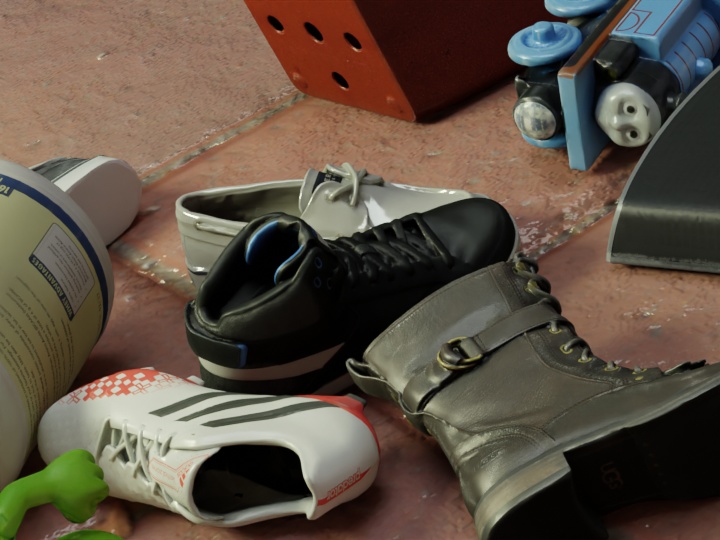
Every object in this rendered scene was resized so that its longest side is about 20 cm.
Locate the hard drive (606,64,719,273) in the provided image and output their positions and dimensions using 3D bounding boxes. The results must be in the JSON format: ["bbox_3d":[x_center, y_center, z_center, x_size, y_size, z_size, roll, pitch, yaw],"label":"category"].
[{"bbox_3d":[0.230,-0.069,1.139,0.134,0.043,0.200,6,38,37],"label":"hard drive"}]

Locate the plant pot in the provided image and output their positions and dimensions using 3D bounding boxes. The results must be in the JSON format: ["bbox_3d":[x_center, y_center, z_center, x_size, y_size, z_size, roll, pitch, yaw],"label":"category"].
[{"bbox_3d":[0.024,-0.215,1.371,0.176,0.200,0.199,-47,38,-20],"label":"plant pot"}]

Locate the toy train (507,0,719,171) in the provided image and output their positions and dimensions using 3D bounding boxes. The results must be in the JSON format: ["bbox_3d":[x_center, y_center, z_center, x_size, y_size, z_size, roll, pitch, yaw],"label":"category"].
[{"bbox_3d":[0.170,-0.139,1.252,0.114,0.087,0.200,9,39,31],"label":"toy train"}]

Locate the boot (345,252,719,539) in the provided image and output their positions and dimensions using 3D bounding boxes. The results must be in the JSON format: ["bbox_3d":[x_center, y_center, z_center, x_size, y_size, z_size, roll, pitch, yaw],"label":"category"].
[{"bbox_3d":[0.103,0.044,0.975,0.199,0.070,0.174,-24,39,-4],"label":"boot"}]

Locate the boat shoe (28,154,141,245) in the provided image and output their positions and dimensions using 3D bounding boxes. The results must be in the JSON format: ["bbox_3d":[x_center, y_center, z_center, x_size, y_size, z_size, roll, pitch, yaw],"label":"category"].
[{"bbox_3d":[-0.231,-0.019,1.293,0.067,0.072,0.200,13,40,40],"label":"boat shoe"}]

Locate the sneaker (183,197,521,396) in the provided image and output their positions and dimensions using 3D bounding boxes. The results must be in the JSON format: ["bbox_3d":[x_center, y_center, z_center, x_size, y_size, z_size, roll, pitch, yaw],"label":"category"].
[{"bbox_3d":[0.000,0.000,1.076,0.199,0.112,0.073,-33,53,-15],"label":"sneaker"}]

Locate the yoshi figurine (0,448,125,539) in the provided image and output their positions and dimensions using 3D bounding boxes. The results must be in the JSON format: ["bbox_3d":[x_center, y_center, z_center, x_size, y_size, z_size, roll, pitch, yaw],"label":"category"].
[{"bbox_3d":[-0.173,0.125,0.947,0.112,0.200,0.112,-47,-2,-35],"label":"yoshi figurine"}]

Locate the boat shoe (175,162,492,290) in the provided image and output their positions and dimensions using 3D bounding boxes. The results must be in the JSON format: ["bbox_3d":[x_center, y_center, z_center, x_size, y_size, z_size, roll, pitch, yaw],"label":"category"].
[{"bbox_3d":[-0.016,-0.031,1.194,0.199,0.066,0.072,-4,32,24],"label":"boat shoe"}]

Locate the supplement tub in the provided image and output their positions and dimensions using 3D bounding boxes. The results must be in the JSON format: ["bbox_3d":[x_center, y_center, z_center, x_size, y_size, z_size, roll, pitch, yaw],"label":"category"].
[{"bbox_3d":[-0.231,0.046,1.111,0.144,0.146,0.200,-6,32,21],"label":"supplement tub"}]

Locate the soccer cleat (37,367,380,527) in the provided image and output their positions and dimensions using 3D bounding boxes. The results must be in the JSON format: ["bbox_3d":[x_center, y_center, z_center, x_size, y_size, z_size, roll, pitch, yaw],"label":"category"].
[{"bbox_3d":[-0.087,0.093,1.025,0.199,0.069,0.085,2,21,24],"label":"soccer cleat"}]
